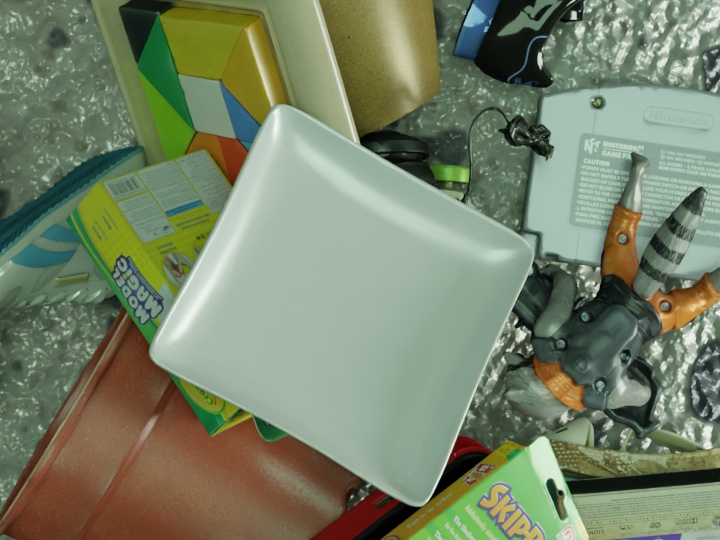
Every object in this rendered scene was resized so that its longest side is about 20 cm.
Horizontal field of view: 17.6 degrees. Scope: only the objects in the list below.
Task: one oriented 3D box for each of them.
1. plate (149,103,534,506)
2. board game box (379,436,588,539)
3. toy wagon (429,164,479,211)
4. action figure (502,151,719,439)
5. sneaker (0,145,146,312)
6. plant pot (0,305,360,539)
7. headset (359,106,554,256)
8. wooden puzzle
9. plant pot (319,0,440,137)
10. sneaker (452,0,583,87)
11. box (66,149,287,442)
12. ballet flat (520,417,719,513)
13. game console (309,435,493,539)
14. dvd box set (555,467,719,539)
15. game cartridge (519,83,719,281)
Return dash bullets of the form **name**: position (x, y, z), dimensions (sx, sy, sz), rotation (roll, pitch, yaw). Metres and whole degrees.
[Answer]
- **plate**: position (-0.011, 0.023, 1.471), dimensions (0.198, 0.032, 0.201), rotation (29, 66, -7)
- **board game box**: position (0.059, 0.196, 1.509), dimensions (0.199, 0.030, 0.096), rotation (-34, 117, -20)
- **toy wagon**: position (0.000, 0.000, 1.633), dimensions (0.198, 0.040, 0.157), rotation (5, 88, 2)
- **action figure**: position (0.153, 0.013, 1.567), dimensions (0.199, 0.105, 0.194), rotation (37, 89, 0)
- **sneaker**: position (-0.209, -0.006, 1.586), dimensions (0.199, 0.076, 0.081), rotation (-36, 110, -29)
- **plant pot**: position (-0.116, 0.142, 1.565), dimensions (0.194, 0.201, 0.202), rotation (32, 90, -6)
- **headset**: position (0.039, -0.041, 1.575), dimensions (0.200, 0.094, 0.124), rotation (-37, 71, 22)
- **wooden puzzle**: position (-0.092, -0.117, 1.548), dimensions (0.037, 0.199, 0.186), rotation (-39, 125, -38)
- **plant pot**: position (-0.026, -0.195, 1.581), dimensions (0.185, 0.186, 0.201), rotation (-26, 100, 1)
- **sneaker**: position (0.136, -0.226, 1.624), dimensions (0.077, 0.070, 0.201), rotation (23, 96, -2)
- **box**: position (-0.091, 0.022, 1.516), dimensions (0.201, 0.117, 0.048), rotation (54, 127, 12)
- **ballet flat**: position (0.173, 0.139, 1.621), dimensions (0.198, 0.071, 0.066), rotation (8, 62, -1)
- **game console**: position (0.037, 0.226, 1.536), dimensions (0.199, 0.031, 0.178), rotation (-35, 118, -23)
- **dvd box set**: position (0.213, 0.236, 1.592), dimensions (0.145, 0.029, 0.202), rotation (-6, 107, 4)
- **game cartridge**: position (0.217, -0.062, 1.631), dimensions (0.198, 0.042, 0.135), rotation (9, 85, 2)
